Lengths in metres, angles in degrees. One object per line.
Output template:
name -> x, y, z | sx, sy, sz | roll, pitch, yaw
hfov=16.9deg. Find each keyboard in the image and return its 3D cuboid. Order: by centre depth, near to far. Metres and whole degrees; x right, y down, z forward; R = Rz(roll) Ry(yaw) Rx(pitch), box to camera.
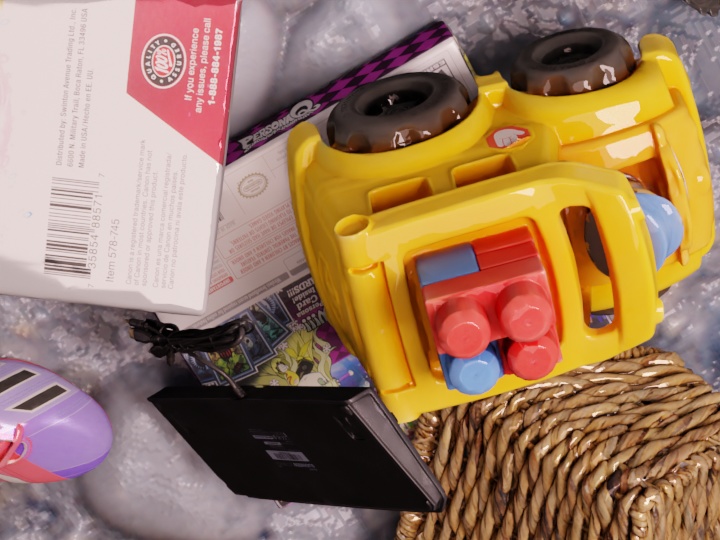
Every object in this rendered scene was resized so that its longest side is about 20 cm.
keyboard -> -0.045, 0.065, 1.151 | 0.127, 0.200, 0.021 | 50, 64, -20

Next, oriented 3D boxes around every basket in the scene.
basket -> 0.116, 0.133, 1.263 | 0.142, 0.149, 0.201 | -25, 134, -42

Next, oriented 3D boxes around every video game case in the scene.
video game case -> 0.000, 0.000, 1.221 | 0.199, 0.036, 0.182 | -30, 113, 5

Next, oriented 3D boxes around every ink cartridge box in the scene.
ink cartridge box -> -0.158, -0.075, 1.091 | 0.199, 0.145, 0.146 | 7, 103, -5

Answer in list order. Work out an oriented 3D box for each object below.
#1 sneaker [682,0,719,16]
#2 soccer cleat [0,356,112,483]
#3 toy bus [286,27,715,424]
sneaker -> 0.139, -0.205, 1.145 | 0.072, 0.073, 0.200 | -36, 127, 0
soccer cleat -> -0.218, 0.069, 1.197 | 0.199, 0.077, 0.067 | 20, 109, -15
toy bus -> 0.078, -0.011, 1.103 | 0.199, 0.192, 0.136 | -16, 113, -2
